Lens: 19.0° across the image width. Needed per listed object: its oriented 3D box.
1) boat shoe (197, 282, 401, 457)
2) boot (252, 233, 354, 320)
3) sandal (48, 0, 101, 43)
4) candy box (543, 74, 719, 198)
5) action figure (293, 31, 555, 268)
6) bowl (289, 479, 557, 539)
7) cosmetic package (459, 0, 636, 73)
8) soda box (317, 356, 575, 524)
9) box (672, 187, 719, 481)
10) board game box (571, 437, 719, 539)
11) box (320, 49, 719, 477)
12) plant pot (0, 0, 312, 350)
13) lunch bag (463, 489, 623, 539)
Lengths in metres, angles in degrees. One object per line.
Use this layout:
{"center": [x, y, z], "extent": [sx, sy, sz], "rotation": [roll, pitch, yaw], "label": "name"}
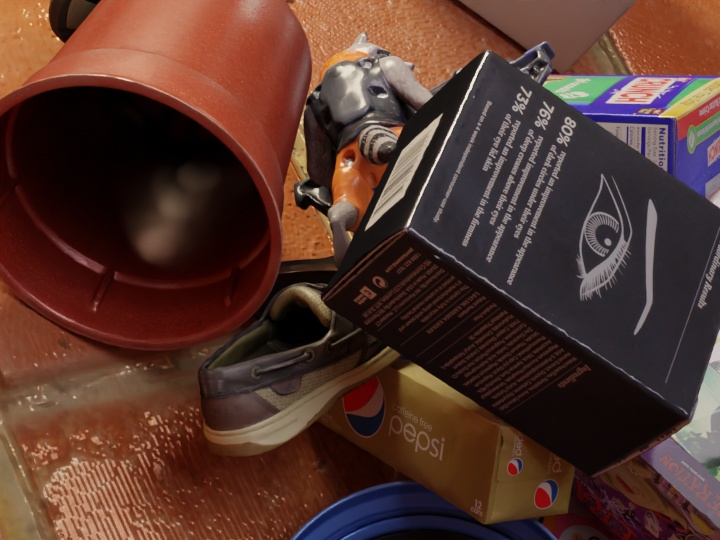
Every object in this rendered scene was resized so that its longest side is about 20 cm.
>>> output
{"center": [-0.027, 0.039, 1.297], "extent": [0.200, 0.073, 0.065], "rotation": [-44, 130, -47], "label": "boat shoe"}
{"center": [0.000, 0.000, 1.459], "extent": [0.200, 0.075, 0.097], "rotation": [6, 38, -31], "label": "boot"}
{"center": [-0.163, -0.213, 1.488], "extent": [0.057, 0.080, 0.201], "rotation": [29, 38, 9], "label": "sandal"}
{"center": [0.151, -0.091, 1.498], "extent": [0.169, 0.200, 0.077], "rotation": [-29, 121, -62], "label": "candy box"}
{"center": [0.033, -0.100, 1.385], "extent": [0.105, 0.200, 0.193], "rotation": [52, 7, -36], "label": "action figure"}
{"center": [0.037, 0.219, 1.271], "extent": [0.201, 0.039, 0.201], "rotation": [-2, 53, 2], "label": "bowl"}
{"center": [0.140, -0.302, 1.718], "extent": [0.199, 0.123, 0.200], "rotation": [35, 47, -9], "label": "cosmetic package"}
{"center": [0.046, 0.089, 1.334], "extent": [0.068, 0.064, 0.200], "rotation": [-4, 18, -36], "label": "soda box"}
{"center": [0.223, 0.053, 1.397], "extent": [0.200, 0.036, 0.144], "rotation": [-41, 90, -16], "label": "box"}
{"center": [0.153, 0.115, 1.331], "extent": [0.032, 0.120, 0.200], "rotation": [-42, 75, -19], "label": "board game box"}
{"center": [0.104, -0.002, 1.228], "extent": [0.200, 0.104, 0.148], "rotation": [34, 54, -11], "label": "box"}
{"center": [-0.124, -0.088, 1.347], "extent": [0.201, 0.201, 0.195], "rotation": [33, 38, -11], "label": "plant pot"}
{"center": [0.112, 0.225, 1.359], "extent": [0.176, 0.082, 0.200], "rotation": [15, 50, -21], "label": "lunch bag"}
